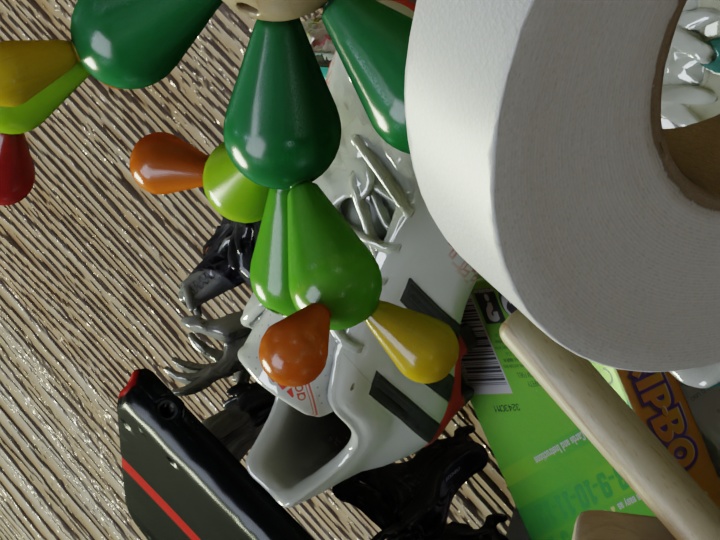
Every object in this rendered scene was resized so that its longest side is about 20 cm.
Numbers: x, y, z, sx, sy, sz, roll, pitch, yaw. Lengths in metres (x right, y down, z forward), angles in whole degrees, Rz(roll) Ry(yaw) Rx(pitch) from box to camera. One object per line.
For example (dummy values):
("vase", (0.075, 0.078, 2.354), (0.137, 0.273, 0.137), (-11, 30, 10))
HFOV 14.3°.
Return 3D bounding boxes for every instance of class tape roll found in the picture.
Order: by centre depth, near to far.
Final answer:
("tape roll", (0.101, -0.068, 0.678), (0.037, 0.202, 0.203), (43, 150, 38))

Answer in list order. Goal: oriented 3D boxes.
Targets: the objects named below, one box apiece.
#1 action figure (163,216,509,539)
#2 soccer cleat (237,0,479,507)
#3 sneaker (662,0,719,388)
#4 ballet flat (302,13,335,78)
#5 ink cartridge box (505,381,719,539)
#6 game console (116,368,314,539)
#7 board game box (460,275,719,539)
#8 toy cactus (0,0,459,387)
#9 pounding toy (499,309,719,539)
("action figure", (-0.026, 0.038, 1.093), (0.200, 0.102, 0.119), (58, 174, 32))
("soccer cleat", (0.000, 0.000, 0.912), (0.069, 0.085, 0.200), (41, 148, 26))
("sneaker", (0.102, -0.056, 0.807), (0.070, 0.093, 0.200), (22, 136, 51))
("ballet flat", (0.035, -0.058, 0.956), (0.200, 0.064, 0.076), (21, 136, 49))
("ink cartridge box", (0.134, 0.125, 1.001), (0.200, 0.043, 0.197), (48, 151, 24))
("game console", (-0.013, 0.127, 1.042), (0.200, 0.031, 0.177), (45, 164, 11))
("board game box", (0.090, 0.088, 0.962), (0.095, 0.030, 0.201), (-7, 107, 60))
("toy cactus", (-0.031, -0.057, 0.811), (0.200, 0.102, 0.166), (19, 124, 30))
("pounding toy", (0.120, 0.137, 0.831), (0.183, 0.200, 0.142), (6, 140, 1))
